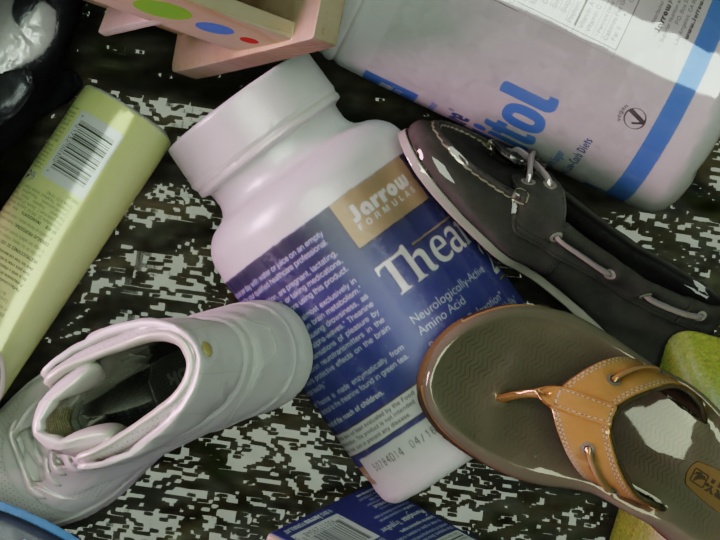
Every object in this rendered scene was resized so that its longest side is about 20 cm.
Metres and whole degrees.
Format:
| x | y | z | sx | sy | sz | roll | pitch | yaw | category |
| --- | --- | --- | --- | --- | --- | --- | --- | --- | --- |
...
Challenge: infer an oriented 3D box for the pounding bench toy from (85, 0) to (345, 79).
| x | y | z | sx | sy | sz | roll | pitch | yaw | category |
| --- | --- | --- | --- | --- | --- | --- | --- | --- | --- |
| -0.090 | -0.210 | 1.283 | 0.156 | 0.124 | 0.201 | 18 | 77 | -33 | pounding bench toy |

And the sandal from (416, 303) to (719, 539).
| x | y | z | sx | sy | sz | roll | pitch | yaw | category |
| --- | --- | --- | --- | --- | --- | --- | --- | --- | --- |
| 0.122 | 0.076 | 1.273 | 0.200 | 0.054 | 0.080 | 30 | 79 | -5 | sandal |

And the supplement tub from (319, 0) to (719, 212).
| x | y | z | sx | sy | sz | roll | pitch | yaw | category |
| --- | --- | --- | --- | --- | --- | --- | --- | --- | --- |
| 0.083 | -0.125 | 1.346 | 0.199 | 0.132 | 0.132 | 25 | 85 | -3 | supplement tub |

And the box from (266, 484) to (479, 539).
| x | y | z | sx | sy | sz | roll | pitch | yaw | category |
| --- | --- | --- | --- | --- | --- | --- | --- | --- | --- |
| 0.062 | 0.164 | 1.300 | 0.200 | 0.121 | 0.033 | 25 | 107 | 20 | box |

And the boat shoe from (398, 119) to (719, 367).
| x | y | z | sx | sy | sz | roll | pitch | yaw | category |
| --- | --- | --- | --- | --- | --- | --- | --- | --- | --- |
| 0.098 | -0.020 | 1.342 | 0.057 | 0.067 | 0.200 | -40 | 123 | 15 | boat shoe |

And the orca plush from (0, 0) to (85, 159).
| x | y | z | sx | sy | sz | roll | pitch | yaw | category |
| --- | --- | --- | --- | --- | --- | --- | --- | --- | --- |
| -0.166 | -0.111 | 1.370 | 0.105 | 0.071 | 0.201 | 6 | 71 | 39 | orca plush |

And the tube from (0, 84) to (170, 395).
| x | y | z | sx | sy | sz | roll | pitch | yaw | category |
| --- | --- | --- | --- | --- | --- | --- | --- | --- | --- |
| -0.166 | 0.006 | 1.355 | 0.052 | 0.058 | 0.200 | 34 | 83 | -5 | tube |

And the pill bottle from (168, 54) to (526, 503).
| x | y | z | sx | sy | sz | roll | pitch | yaw | category |
| --- | --- | --- | --- | --- | --- | --- | --- | --- | --- |
| 0.000 | 0.000 | 1.340 | 0.111 | 0.111 | 0.200 | -36 | 91 | -6 | pill bottle |

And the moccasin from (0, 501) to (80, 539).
| x | y | z | sx | sy | sz | roll | pitch | yaw | category |
| --- | --- | --- | --- | --- | --- | --- | --- | --- | --- |
| -0.139 | 0.169 | 1.315 | 0.200 | 0.080 | 0.068 | 29 | 51 | -12 | moccasin |

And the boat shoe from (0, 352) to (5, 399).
| x | y | z | sx | sy | sz | roll | pitch | yaw | category |
| --- | --- | --- | --- | --- | --- | --- | --- | --- | --- |
| -0.255 | 0.064 | 1.253 | 0.200 | 0.072 | 0.070 | -11 | 88 | -10 | boat shoe |

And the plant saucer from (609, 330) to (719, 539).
| x | y | z | sx | sy | sz | roll | pitch | yaw | category |
| --- | --- | --- | --- | --- | --- | --- | --- | --- | --- |
| 0.215 | 0.152 | 1.343 | 0.199 | 0.048 | 0.200 | 16 | 102 | 6 | plant saucer |

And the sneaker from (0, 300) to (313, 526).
| x | y | z | sx | sy | sz | roll | pitch | yaw | category |
| --- | --- | --- | --- | --- | --- | --- | --- | --- | --- |
| -0.131 | 0.067 | 1.288 | 0.200 | 0.115 | 0.074 | -29 | 78 | 26 | sneaker |
